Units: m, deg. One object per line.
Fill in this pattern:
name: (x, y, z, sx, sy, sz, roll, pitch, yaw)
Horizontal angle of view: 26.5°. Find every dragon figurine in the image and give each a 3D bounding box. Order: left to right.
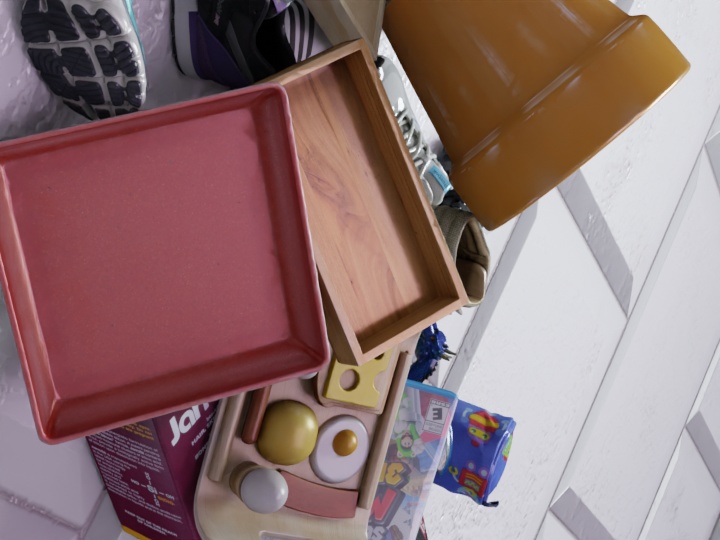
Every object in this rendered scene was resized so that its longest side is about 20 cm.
dragon figurine: (0.035, 0.135, 1.211, 0.059, 0.099, 0.201, 25, 57, -62)

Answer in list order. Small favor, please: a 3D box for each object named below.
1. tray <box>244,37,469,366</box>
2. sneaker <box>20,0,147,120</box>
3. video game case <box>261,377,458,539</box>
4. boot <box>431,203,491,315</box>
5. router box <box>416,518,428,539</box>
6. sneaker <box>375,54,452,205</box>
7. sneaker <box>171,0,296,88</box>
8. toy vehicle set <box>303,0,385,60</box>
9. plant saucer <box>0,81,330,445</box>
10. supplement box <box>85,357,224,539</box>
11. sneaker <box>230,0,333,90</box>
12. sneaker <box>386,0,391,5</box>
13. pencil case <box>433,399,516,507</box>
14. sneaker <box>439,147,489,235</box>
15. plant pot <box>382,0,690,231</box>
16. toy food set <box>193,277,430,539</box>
tray: (-0.007, -0.047, 1.045, 0.099, 0.037, 0.200, -28, 103, -25)
sneaker: (-0.159, -0.177, 0.919, 0.080, 0.077, 0.200, -61, 155, -45)
video game case: (-0.021, 0.170, 1.148, 0.018, 0.143, 0.200, -155, -99, -74)
boot: (0.031, 0.008, 1.285, 0.072, 0.154, 0.200, -52, 152, -37)
router box: (-0.046, 0.236, 1.286, 0.200, 0.150, 0.062, 27, 51, -62)
sneaker: (0.040, -0.099, 1.314, 0.075, 0.087, 0.200, -50, 145, -32)
sneaker: (-0.081, -0.211, 1.018, 0.076, 0.087, 0.200, -48, 145, -37)
toy vehicle set: (-0.007, -0.269, 1.116, 0.124, 0.026, 0.200, 52, 41, -58)
plant saucer: (-0.131, -0.008, 0.981, 0.200, 0.037, 0.200, -14, 110, -15)
supplement box: (-0.134, 0.109, 1.121, 0.110, 0.085, 0.200, -50, 146, -34)
sneaker: (-0.057, -0.109, 1.157, 0.115, 0.076, 0.201, -17, 111, -49)
sneaker: (0.075, -0.293, 1.274, 0.113, 0.071, 0.200, -56, 162, -49)
pencil case: (0.039, 0.140, 1.341, 0.087, 0.200, 0.078, 92, 21, -52)
sneaker: (0.083, -0.067, 1.437, 0.200, 0.071, 0.099, -38, 137, -55)
plant pot: (0.118, -0.163, 1.172, 0.200, 0.183, 0.200, -39, -178, 1)
toy food set: (-0.025, 0.107, 1.084, 0.143, 0.060, 0.201, 15, 93, -28)
